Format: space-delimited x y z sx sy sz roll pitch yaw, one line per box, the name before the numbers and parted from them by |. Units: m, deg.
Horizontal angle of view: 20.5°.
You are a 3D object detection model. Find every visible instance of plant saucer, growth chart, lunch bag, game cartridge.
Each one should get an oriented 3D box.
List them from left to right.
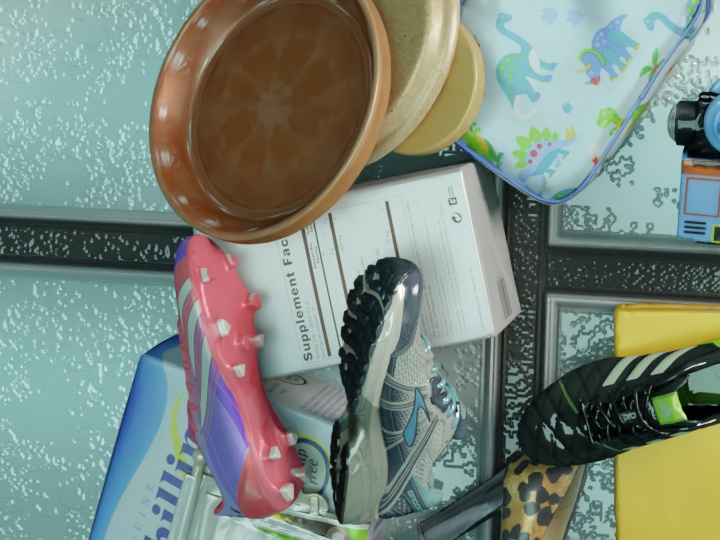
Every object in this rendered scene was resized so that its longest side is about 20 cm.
plant saucer | -0.061 -0.115 1.361 0.199 0.032 0.202 -13 68 34
growth chart | -0.052 0.220 1.409 0.199 0.018 0.146 26 102 8
lunch bag | 0.136 -0.163 1.385 0.160 0.082 0.201 34 104 6
game cartridge | 0.269 0.125 1.423 0.174 0.032 0.202 1 100 13

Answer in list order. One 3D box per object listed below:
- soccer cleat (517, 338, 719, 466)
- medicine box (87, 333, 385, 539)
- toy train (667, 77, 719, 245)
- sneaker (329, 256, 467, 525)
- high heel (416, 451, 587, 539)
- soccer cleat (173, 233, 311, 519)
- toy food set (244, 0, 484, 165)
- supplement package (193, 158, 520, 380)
soccer cleat | 0.199 0.090 1.375 0.198 0.081 0.068 -19 94 15
medicine box | -0.082 0.168 1.471 0.198 0.103 0.184 19 101 9
toy train | 0.308 -0.070 1.361 0.198 0.087 0.115 5 108 10
sneaker | 0.030 0.079 1.340 0.085 0.078 0.202 0 121 -13
high heel | 0.143 0.235 1.441 0.142 0.071 0.201 -34 80 21
soccer cleat | -0.098 0.076 1.359 0.076 0.067 0.202 -15 101 27
toy food set | -0.004 -0.167 1.386 0.199 0.048 0.200 -14 74 36
supplement package | 0.000 0.000 1.418 0.198 0.121 0.121 -11 95 15
